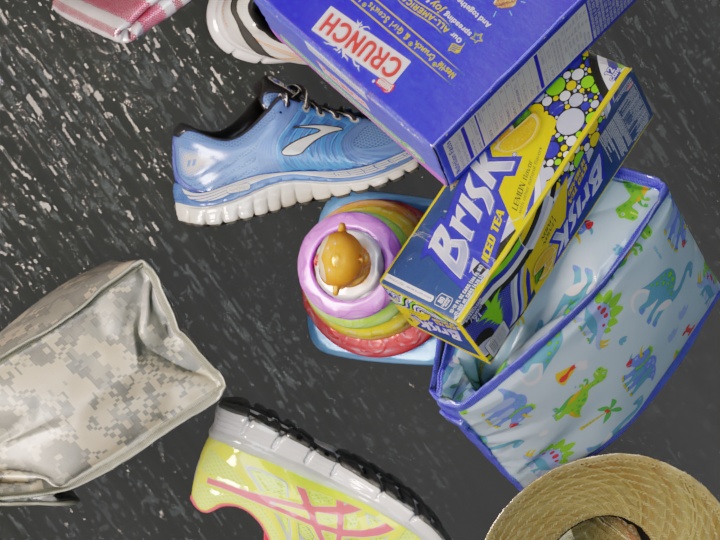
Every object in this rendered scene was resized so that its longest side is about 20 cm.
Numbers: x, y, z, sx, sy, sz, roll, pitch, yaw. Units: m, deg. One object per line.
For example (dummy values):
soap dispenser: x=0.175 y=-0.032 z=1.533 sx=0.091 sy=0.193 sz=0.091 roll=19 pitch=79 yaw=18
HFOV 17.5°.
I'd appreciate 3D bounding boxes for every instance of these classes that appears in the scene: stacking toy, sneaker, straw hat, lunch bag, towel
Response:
stacking toy: x=0.000 y=0.000 z=1.520 sx=0.110 sy=0.200 sz=0.116 roll=6 pitch=88 yaw=11
sneaker: x=-0.033 y=-0.092 z=1.581 sx=0.200 sy=0.079 sz=0.089 roll=-15 pitch=99 yaw=-13
straw hat: x=0.160 y=0.210 z=1.641 sx=0.201 sy=0.085 sz=0.201 roll=-2 pitch=104 yaw=-7
sneaker: x=-0.028 y=0.167 z=1.602 sx=0.200 sy=0.078 sz=0.090 roll=29 pitch=94 yaw=-8
lunch bag: x=-0.201 y=0.086 z=1.501 sx=0.200 sy=0.164 sz=0.118 roll=-33 pitch=97 yaw=-10
sneaker: x=0.000 y=-0.162 z=1.586 sx=0.200 sy=0.080 sz=0.074 roll=2 pitch=90 yaw=-16
towel: x=-0.100 y=-0.213 z=1.524 sx=0.200 sy=0.146 sz=0.030 roll=-37 pitch=113 yaw=-10
lunch bag: x=0.133 y=0.038 z=1.570 sx=0.200 sy=0.127 sz=0.170 roll=-58 pitch=147 yaw=-11

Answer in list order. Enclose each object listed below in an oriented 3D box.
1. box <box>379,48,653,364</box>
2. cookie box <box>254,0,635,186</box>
box: x=0.100 y=-0.046 z=1.487 sx=0.200 sy=0.070 sz=0.064 roll=-55 pitch=146 yaw=-12
cookie box: x=0.061 y=-0.182 z=1.478 sx=0.200 sy=0.075 sz=0.171 roll=-44 pitch=67 yaw=-6
